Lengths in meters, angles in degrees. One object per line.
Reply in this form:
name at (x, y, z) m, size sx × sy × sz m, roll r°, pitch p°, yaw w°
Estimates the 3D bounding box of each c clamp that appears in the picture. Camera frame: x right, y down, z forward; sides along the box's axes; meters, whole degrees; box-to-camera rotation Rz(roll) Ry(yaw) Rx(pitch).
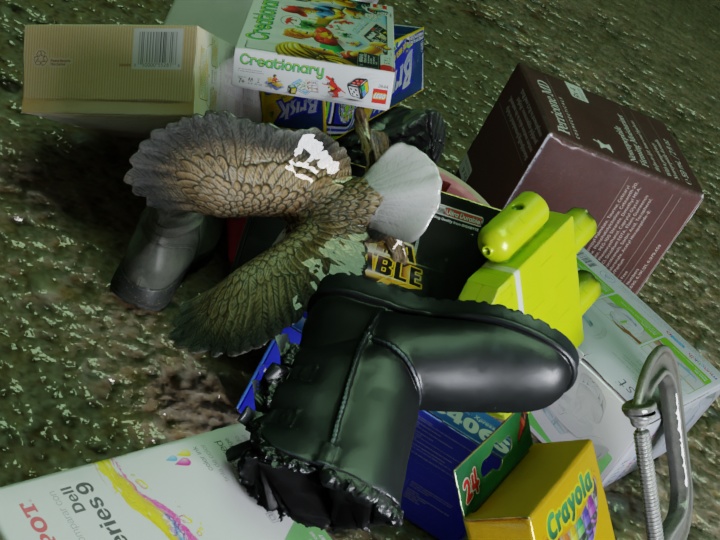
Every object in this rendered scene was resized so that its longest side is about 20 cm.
c clamp at (0.241, 0.167, 0.987) m, size 0.027 × 0.202 × 0.170 m, roll -3°, pitch 8°, yaw 33°

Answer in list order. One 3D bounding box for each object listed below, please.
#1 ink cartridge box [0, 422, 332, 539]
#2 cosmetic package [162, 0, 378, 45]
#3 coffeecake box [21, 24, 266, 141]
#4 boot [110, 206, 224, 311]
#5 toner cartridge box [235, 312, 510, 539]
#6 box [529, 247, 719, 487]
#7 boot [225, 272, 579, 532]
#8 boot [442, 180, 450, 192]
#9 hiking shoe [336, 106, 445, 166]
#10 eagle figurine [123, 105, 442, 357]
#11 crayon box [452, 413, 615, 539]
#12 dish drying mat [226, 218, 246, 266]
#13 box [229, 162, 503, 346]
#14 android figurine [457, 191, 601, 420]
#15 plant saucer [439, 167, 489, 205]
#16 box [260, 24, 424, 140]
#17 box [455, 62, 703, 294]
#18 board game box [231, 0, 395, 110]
ink cartridge box at (-0.116, 0.185, 0.712) m, size 0.199 × 0.088 × 0.146 m, roll -9°, pitch 49°, yaw -46°
cosmetic package at (-0.085, -0.269, 1.259) m, size 0.166 × 0.201 × 0.166 m, roll 28°, pitch 11°, yaw 1°
coffeecake box at (-0.171, -0.155, 1.049) m, size 0.152 × 0.074 × 0.200 m, roll 3°, pitch 0°, yaw 15°
boot at (-0.137, -0.063, 1.015) m, size 0.067 × 0.131 × 0.201 m, roll 25°, pitch 30°, yaw -4°
toner cartridge box at (0.013, 0.115, 0.921) m, size 0.199 × 0.095 × 0.043 m, roll 32°, pitch 30°, yaw 2°
box at (0.211, 0.083, 1.140) m, size 0.200 × 0.097 × 0.176 m, roll 45°, pitch 34°, yaw 23°
boot at (0.027, 0.088, 0.761) m, size 0.196 × 0.074 × 0.163 m, roll 15°, pitch 45°, yaw 9°
boot at (0.036, 0.002, 1.032) m, size 0.072 × 0.144 × 0.201 m, roll 6°, pitch 53°, yaw -58°
hiking shoe at (-0.020, -0.108, 1.152) m, size 0.198 × 0.077 × 0.100 m, roll -17°, pitch 24°, yaw -30°
eagle figurine at (-0.051, -0.033, 0.888) m, size 0.198 × 0.152 × 0.152 m, roll -11°, pitch 38°, yaw -33°
crayon box at (0.128, 0.201, 0.816) m, size 0.127 × 0.050 × 0.202 m, roll -31°, pitch 109°, yaw -56°
dish drying mat at (-0.086, -0.068, 1.120) m, size 0.076 × 0.018 × 0.201 m, roll 14°, pitch 42°, yaw -19°
box at (0.000, 0.000, 0.984) m, size 0.198 × 0.161 × 0.049 m, roll 18°, pitch 0°, yaw 0°
android figurine at (0.128, 0.036, 0.973) m, size 0.041 × 0.184 × 0.200 m, roll 16°, pitch 42°, yaw 37°
plant saucer at (0.070, -0.044, 1.203) m, size 0.199 × 0.051 × 0.201 m, roll 24°, pitch 32°, yaw -16°
box at (-0.011, -0.177, 1.132) m, size 0.069 × 0.065 × 0.200 m, roll 11°, pitch 27°, yaw 26°
box at (0.235, -0.092, 1.352) m, size 0.198 × 0.165 × 0.167 m, roll 19°, pitch 32°, yaw -19°
board game box at (-0.035, -0.190, 1.027) m, size 0.125 × 0.035 × 0.201 m, roll 8°, pitch 26°, yaw -3°
